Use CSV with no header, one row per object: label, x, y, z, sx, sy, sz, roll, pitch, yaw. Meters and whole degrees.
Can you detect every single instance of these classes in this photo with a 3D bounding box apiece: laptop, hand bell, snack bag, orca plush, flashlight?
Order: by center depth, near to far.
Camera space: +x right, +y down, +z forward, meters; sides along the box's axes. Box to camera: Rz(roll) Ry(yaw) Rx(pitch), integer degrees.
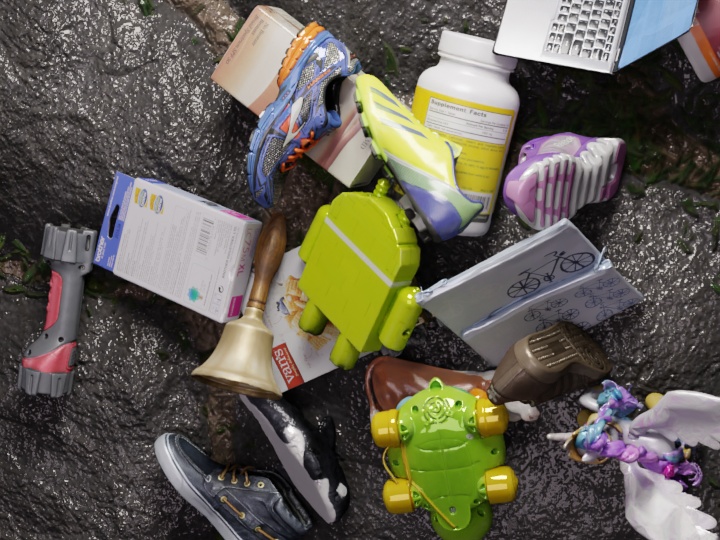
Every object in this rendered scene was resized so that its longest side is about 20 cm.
laptop,0.245,-0.305,1.508,0.198,0.116,0.189,12,70,13
snack bag,0.179,0.029,1.586,0.187,0.200,0.022,-27,54,18
hand bell,-0.113,0.032,1.679,0.103,0.104,0.202,11,78,15
orca plush,-0.066,0.190,1.749,0.200,0.071,0.105,47,152,16
flashlight,-0.363,0.046,1.804,0.068,0.067,0.202,17,102,52

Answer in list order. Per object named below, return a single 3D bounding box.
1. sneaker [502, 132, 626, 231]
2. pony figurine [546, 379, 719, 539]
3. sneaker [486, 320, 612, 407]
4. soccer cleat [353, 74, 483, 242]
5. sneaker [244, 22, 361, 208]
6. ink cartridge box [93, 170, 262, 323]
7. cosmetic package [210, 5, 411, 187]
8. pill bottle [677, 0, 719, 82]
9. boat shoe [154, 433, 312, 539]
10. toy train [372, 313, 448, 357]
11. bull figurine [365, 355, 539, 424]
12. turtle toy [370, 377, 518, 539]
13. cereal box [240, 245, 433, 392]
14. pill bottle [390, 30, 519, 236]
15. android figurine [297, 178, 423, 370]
sneaker,0.193,-0.099,1.563,0.088,0.199,0.081,24,117,29
pony figurine,0.294,0.181,1.554,0.191,0.200,0.168,18,101,13
sneaker,0.192,0.101,1.581,0.075,0.199,0.071,-43,67,23
soccer cleat,0.058,-0.122,1.553,0.083,0.065,0.201,-28,70,1
sneaker,-0.062,-0.154,1.591,0.078,0.075,0.201,25,106,9
ink cartridge box,-0.211,-0.030,1.744,0.199,0.042,0.120,21,103,27
cosmetic package,-0.051,-0.190,1.666,0.199,0.087,0.104,37,105,9
pill bottle,0.406,-0.280,1.504,0.199,0.114,0.115,-26,90,18
boat shoe,-0.145,0.249,1.766,0.091,0.071,0.200,-41,92,16
toy train,0.098,0.038,1.651,0.199,0.034,0.046,-27,86,-2
bull figurine,0.099,0.155,1.679,0.198,0.065,0.123,13,103,14
turtle toy,0.095,0.205,1.607,0.144,0.101,0.202,-7,106,10
cereal box,-0.034,0.035,1.715,0.199,0.039,0.145,-26,89,18
pill bottle,0.105,-0.146,1.613,0.111,0.112,0.202,16,101,14
android figurine,0.000,0.000,1.621,0.182,0.041,0.201,43,121,36
